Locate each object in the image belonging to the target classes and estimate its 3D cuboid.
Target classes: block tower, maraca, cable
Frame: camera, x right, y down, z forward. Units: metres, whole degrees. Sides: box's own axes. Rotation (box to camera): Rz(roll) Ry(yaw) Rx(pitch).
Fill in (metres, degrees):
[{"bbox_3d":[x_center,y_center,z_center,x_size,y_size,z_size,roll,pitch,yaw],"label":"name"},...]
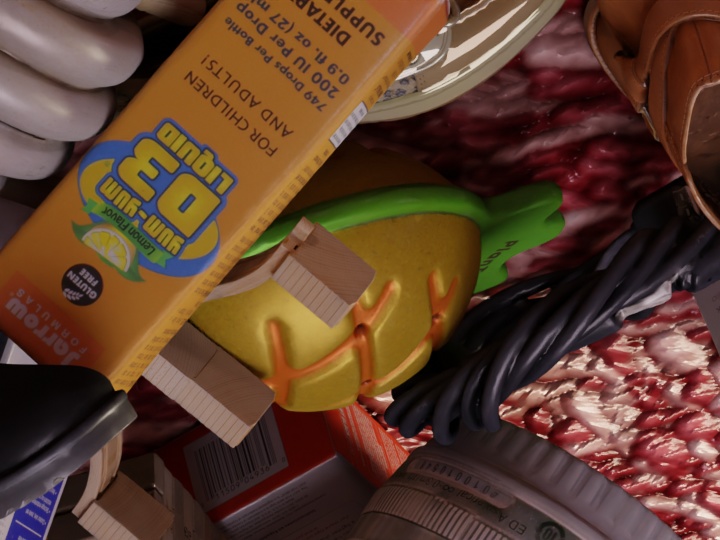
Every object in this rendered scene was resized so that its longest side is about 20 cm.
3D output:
[{"bbox_3d":[-0.074,0.159,1.336,0.058,0.054,0.200,-16,142,18],"label":"block tower"},{"bbox_3d":[0.000,0.000,1.241,0.199,0.107,0.137,-8,160,-40],"label":"maraca"},{"bbox_3d":[0.083,0.027,1.267,0.163,0.051,0.200,-38,-176,-30],"label":"cable"}]

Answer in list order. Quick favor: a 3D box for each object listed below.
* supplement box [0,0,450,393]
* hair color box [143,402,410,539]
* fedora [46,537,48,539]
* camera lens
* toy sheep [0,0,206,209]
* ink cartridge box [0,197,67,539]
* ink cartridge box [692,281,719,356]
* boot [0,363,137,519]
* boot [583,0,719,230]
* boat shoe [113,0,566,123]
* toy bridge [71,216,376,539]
[{"bbox_3d":[-0.055,-0.043,1.087,0.200,0.066,0.069,-50,178,2],"label":"supplement box"},{"bbox_3d":[-0.009,0.134,1.417,0.101,0.061,0.200,-29,137,13],"label":"hair color box"},{"bbox_3d":[-0.190,0.084,1.250,0.081,0.201,0.201,15,143,18],"label":"fedora"},{"bbox_3d":[0.043,0.184,1.297,0.200,0.160,0.160,-55,140,-14],"label":"camera lens"},{"bbox_3d":[-0.142,-0.085,1.072,0.138,0.138,0.200,26,105,-40],"label":"toy sheep"},{"bbox_3d":[-0.149,0.078,1.172,0.039,0.201,0.099,13,166,17],"label":"ink cartridge box"},{"bbox_3d":[0.260,0.042,1.306,0.147,0.201,0.144,-40,135,24],"label":"ink cartridge box"},{"bbox_3d":[-0.189,0.001,1.042,0.164,0.066,0.201,-23,101,35],"label":"boot"},{"bbox_3d":[0.137,-0.069,1.171,0.073,0.155,0.200,-26,139,9],"label":"boot"},{"bbox_3d":[-0.011,-0.096,1.150,0.199,0.074,0.063,-26,142,10],"label":"boat shoe"},{"bbox_3d":[-0.067,0.039,1.172,0.067,0.027,0.200,39,132,0],"label":"toy bridge"}]
